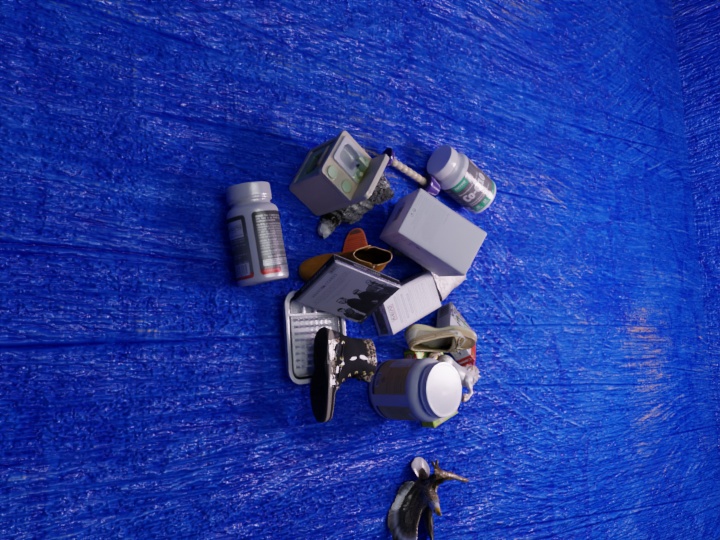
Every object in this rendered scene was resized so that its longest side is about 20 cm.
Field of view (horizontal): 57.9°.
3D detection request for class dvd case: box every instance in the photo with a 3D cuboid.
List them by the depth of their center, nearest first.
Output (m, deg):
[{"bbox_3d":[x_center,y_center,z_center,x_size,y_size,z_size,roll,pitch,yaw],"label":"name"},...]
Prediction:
[{"bbox_3d":[-0.027,0.046,1.444,0.197,0.150,0.025,22,38,-37],"label":"dvd case"}]

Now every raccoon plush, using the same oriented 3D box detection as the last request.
[{"bbox_3d":[-0.001,-0.150,1.557,0.097,0.132,0.203,43,58,-28],"label":"raccoon plush"}]

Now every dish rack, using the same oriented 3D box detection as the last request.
[{"bbox_3d":[-0.108,0.149,1.477,0.169,0.043,0.206,1,82,-42],"label":"dish rack"}]

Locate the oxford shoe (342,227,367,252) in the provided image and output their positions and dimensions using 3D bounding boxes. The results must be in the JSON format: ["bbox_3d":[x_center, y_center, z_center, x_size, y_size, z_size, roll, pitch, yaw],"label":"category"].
[{"bbox_3d":[0.000,0.000,1.593,0.073,0.070,0.206,22,63,-66],"label":"oxford shoe"}]

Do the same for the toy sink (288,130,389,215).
[{"bbox_3d":[-0.053,-0.226,1.483,0.112,0.198,0.132,42,60,-27],"label":"toy sink"}]

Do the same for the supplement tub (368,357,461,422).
[{"bbox_3d":[0.130,0.285,1.557,0.143,0.198,0.150,8,78,-39],"label":"supplement tub"}]

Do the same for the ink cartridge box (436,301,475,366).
[{"bbox_3d":[0.279,0.196,1.775,0.201,0.050,0.110,51,29,-22],"label":"ink cartridge box"}]

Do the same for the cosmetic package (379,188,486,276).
[{"bbox_3d":[0.173,-0.085,1.606,0.197,0.199,0.125,30,83,-9],"label":"cosmetic package"}]

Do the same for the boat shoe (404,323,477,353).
[{"bbox_3d":[0.208,0.182,1.652,0.196,0.074,0.064,10,36,-19],"label":"boat shoe"}]

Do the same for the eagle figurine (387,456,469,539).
[{"bbox_3d":[0.160,0.579,1.606,0.149,0.151,0.203,28,95,10],"label":"eagle figurine"}]

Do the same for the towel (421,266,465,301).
[{"bbox_3d":[0.216,-0.036,1.766,0.132,0.034,0.204,-36,107,-37],"label":"towel"}]

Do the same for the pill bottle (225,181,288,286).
[{"bbox_3d":[-0.220,-0.076,1.369,0.112,0.113,0.206,-9,88,-41],"label":"pill bottle"}]

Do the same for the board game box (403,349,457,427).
[{"bbox_3d":[0.185,0.294,1.704,0.100,0.047,0.205,-18,95,-42],"label":"board game box"}]

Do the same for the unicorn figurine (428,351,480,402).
[{"bbox_3d":[0.248,0.277,1.679,0.200,0.073,0.139,46,45,-20],"label":"unicorn figurine"}]

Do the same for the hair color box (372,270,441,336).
[{"bbox_3d":[0.115,0.083,1.671,0.198,0.060,0.101,-25,99,-41],"label":"hair color box"}]

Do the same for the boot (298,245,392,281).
[{"bbox_3d":[-0.035,-0.020,1.464,0.196,0.144,0.073,-4,78,-14],"label":"boot"}]

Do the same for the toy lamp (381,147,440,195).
[{"bbox_3d":[0.137,-0.260,1.751,0.198,0.058,0.060,28,65,-32],"label":"toy lamp"}]

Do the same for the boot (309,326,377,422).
[{"bbox_3d":[-0.036,0.236,1.455,0.148,0.072,0.206,12,71,-39],"label":"boot"}]

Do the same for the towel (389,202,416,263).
[{"bbox_3d":[0.159,-0.092,1.763,0.197,0.022,0.148,18,72,-38],"label":"towel"}]

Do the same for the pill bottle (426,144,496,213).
[{"bbox_3d":[0.284,-0.259,1.839,0.198,0.112,0.116,32,63,-32],"label":"pill bottle"}]
